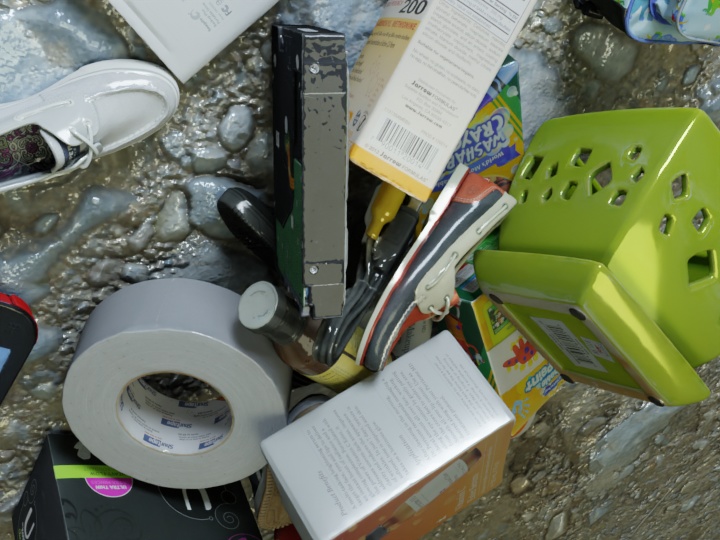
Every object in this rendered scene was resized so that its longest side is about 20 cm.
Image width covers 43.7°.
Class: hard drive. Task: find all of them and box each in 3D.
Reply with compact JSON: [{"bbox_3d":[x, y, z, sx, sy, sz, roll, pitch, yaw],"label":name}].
[{"bbox_3d":[-0.040,-0.080,0.683,0.037,0.140,0.204,-2,107,-13],"label":"hard drive"},{"bbox_3d":[-0.094,-0.246,0.640,0.199,0.025,0.132,-40,135,4],"label":"hard drive"}]

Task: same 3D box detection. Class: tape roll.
[{"bbox_3d":[-0.160,0.106,0.801,0.196,0.067,0.203,1,129,1],"label":"tape roll"}]

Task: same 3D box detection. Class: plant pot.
[{"bbox_3d":[0.228,-0.005,0.790,0.200,0.198,0.182,43,75,-24],"label":"plant pot"}]

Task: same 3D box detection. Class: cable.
[{"bbox_3d":[0.000,0.000,0.762,0.201,0.050,0.098,-58,169,-29],"label":"cable"}]

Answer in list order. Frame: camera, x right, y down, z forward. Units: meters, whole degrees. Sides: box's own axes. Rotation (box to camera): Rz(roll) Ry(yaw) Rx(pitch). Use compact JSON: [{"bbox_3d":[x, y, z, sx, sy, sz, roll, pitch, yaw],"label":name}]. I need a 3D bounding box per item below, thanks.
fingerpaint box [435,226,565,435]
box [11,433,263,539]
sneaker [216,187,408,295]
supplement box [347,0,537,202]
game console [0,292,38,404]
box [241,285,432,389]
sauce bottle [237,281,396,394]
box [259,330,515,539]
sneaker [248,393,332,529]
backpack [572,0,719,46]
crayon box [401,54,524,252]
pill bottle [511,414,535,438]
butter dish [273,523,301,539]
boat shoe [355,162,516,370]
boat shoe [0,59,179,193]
[{"bbox_3d":[0.174,0.037,0.927,0.199,0.073,0.169,-38,123,-27],"label":"fingerpaint box"},{"bbox_3d":[-0.221,0.259,0.885,0.198,0.149,0.125,11,121,-37],"label":"box"},{"bbox_3d":[-0.033,-0.032,0.824,0.200,0.060,0.105,45,71,-24],"label":"sneaker"},{"bbox_3d":[0.052,-0.167,0.685,0.073,0.126,0.202,26,97,-19],"label":"supplement box"},{"bbox_3d":[-0.380,0.086,0.735,0.175,0.031,0.201,20,113,-40],"label":"game console"},{"bbox_3d":[-0.028,0.056,0.893,0.197,0.069,0.083,-13,132,-21],"label":"box"},{"bbox_3d":[-0.034,0.063,0.785,0.065,0.065,0.200,-41,143,6],"label":"sauce bottle"},{"bbox_3d":[0.027,0.176,0.815,0.198,0.107,0.153,-30,150,-14],"label":"box"},{"bbox_3d":[-0.079,0.164,0.912,0.069,0.109,0.202,0,135,-24],"label":"sneaker"},{"bbox_3d":[0.302,-0.293,0.754,0.180,0.147,0.203,-4,125,-31],"label":"backpack"},{"bbox_3d":[0.091,-0.099,0.851,0.124,0.052,0.202,-25,135,-11],"label":"crayon box"},{"bbox_3d":[0.095,0.135,1.000,0.197,0.110,0.111,5,123,-33],"label":"pill bottle"},{"bbox_3d":[-0.040,0.289,1.032,0.202,0.146,0.201,77,30,-44],"label":"butter dish"},{"bbox_3d":[0.063,0.004,0.773,0.202,0.062,0.071,-58,178,-12],"label":"boat shoe"},{"bbox_3d":[-0.223,-0.098,0.651,0.197,0.069,0.073,-15,132,-20],"label":"boat shoe"}]
